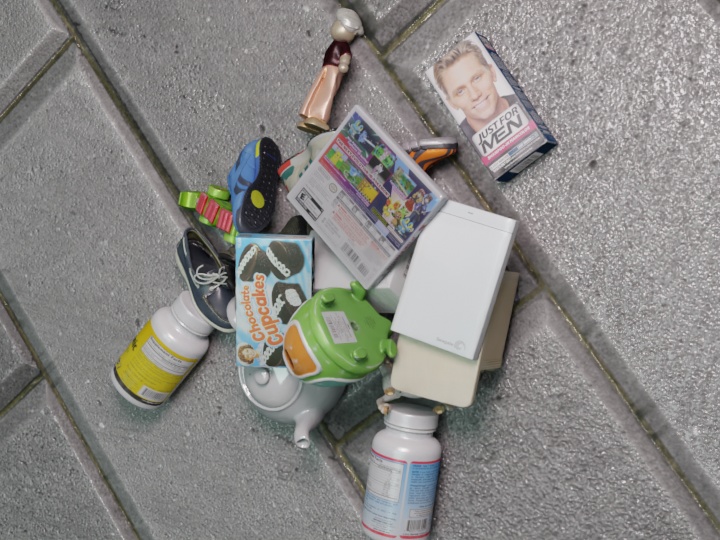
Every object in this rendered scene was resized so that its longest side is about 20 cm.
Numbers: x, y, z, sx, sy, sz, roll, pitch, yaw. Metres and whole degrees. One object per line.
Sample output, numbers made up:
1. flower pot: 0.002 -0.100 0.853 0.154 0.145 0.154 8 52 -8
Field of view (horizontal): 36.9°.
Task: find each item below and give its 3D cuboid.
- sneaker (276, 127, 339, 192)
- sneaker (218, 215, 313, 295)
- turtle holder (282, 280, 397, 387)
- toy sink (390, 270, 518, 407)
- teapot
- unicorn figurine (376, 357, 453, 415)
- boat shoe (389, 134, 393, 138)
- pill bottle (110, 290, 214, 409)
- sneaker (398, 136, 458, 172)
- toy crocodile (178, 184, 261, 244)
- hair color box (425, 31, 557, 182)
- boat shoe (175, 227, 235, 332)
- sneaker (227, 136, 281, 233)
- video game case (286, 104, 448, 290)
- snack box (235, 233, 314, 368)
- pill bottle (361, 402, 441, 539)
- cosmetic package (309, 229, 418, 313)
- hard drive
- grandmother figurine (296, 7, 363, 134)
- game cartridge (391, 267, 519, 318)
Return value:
1. sneaker: -0.055 -0.157 1.695 0.200 0.070 0.094 -29 83 52
2. sneaker: -0.148 -0.031 1.703 0.114 0.200 0.076 42 145 -22
3. turtle holder: -0.033 0.095 1.565 0.132 0.186 0.141 -38 97 32
4. toy sink: 0.139 0.086 1.575 0.130 0.112 0.201 11 92 25
5. teapot: -0.126 0.155 1.725 0.199 0.146 0.198 15 98 26
6. unicorn figurine: 0.073 0.169 1.649 0.199 0.137 0.074 15 109 6
7. boat shoe: 0.053 -0.152 1.585 0.063 0.073 0.200 -40 81 29
8. pill bottle: -0.329 0.133 1.845 0.111 0.111 0.200 48 110 17
9. sneaker: 0.071 -0.138 1.663 0.199 0.077 0.113 -12 91 37
10. toy crocodile: -0.230 -0.093 1.799 0.200 0.062 0.068 32 107 42
11. hair color box: 0.192 -0.241 1.598 0.100 0.060 0.200 -37 75 22
12. boat shoe: -0.249 0.013 1.805 0.200 0.075 0.062 61 148 30
13. sneaker: -0.182 -0.127 1.746 0.078 0.066 0.201 -21 44 31
14. video game case: 0.006 -0.105 1.555 0.200 0.023 0.182 49 115 22
15. snack box: -0.128 0.046 1.622 0.116 0.037 0.201 2 103 5
16. pill bottle: 0.065 0.310 1.655 0.108 0.109 0.201 11 96 26
17. cosmetic package: 0.000 0.000 1.650 0.199 0.081 0.113 0 59 40
18. hard drive: 0.130 0.009 1.506 0.131 0.027 0.201 19 96 25
19. grandmother figurine: -0.044 -0.316 1.693 0.121 0.060 0.201 4 76 61
20. game cartridge: 0.130 0.022 1.655 0.199 0.038 0.130 -24 85 25
